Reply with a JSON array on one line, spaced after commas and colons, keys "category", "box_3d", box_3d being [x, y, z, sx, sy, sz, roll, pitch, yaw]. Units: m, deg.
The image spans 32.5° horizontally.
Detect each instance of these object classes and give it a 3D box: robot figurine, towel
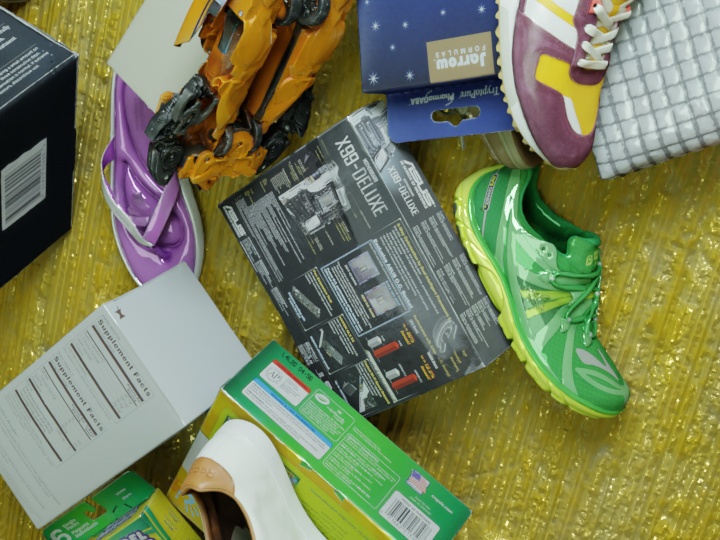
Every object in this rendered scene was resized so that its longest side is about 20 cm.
[{"category": "robot figurine", "box_3d": [-0.075, -0.140, 0.833, 0.058, 0.144, 0.201, 49, 125, 25]}, {"category": "towel", "box_3d": [0.203, -0.178, 0.793, 0.164, 0.085, 0.202, -18, 91, 32]}]

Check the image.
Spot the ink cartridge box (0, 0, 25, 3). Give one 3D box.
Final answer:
[{"category": "ink cartridge box", "box_3d": [-0.297, -0.331, 0.953, 0.147, 0.086, 0.201, -40, 88, 25]}]

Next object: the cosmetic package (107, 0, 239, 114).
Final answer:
[{"category": "cosmetic package", "box_3d": [-0.084, -0.205, 0.887, 0.073, 0.103, 0.200, 45, 113, 13]}]

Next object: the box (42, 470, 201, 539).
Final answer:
[{"category": "box", "box_3d": [-0.165, 0.267, 1.004, 0.117, 0.048, 0.201, -35, 99, 20]}]

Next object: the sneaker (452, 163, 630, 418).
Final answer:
[{"category": "sneaker", "box_3d": [0.138, 0.014, 0.869, 0.083, 0.074, 0.201, -29, 92, 26]}]

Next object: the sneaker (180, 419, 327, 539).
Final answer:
[{"category": "sneaker", "box_3d": [-0.068, 0.212, 0.886, 0.072, 0.085, 0.201, -17, 109, 41]}]

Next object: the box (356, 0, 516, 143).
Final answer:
[{"category": "box", "box_3d": [0.050, -0.189, 0.808, 0.120, 0.032, 0.203, -2, 95, 40]}]

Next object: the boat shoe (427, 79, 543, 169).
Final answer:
[{"category": "boat shoe", "box_3d": [0.069, -0.157, 0.863, 0.062, 0.073, 0.202, -27, 80, 32]}]

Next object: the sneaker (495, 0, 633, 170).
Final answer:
[{"category": "sneaker", "box_3d": [0.134, -0.163, 0.744, 0.089, 0.075, 0.203, -2, 100, 37]}]

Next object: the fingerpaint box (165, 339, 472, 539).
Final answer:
[{"category": "fingerpaint box", "box_3d": [-0.037, 0.180, 0.952, 0.199, 0.073, 0.167, 39, 136, 9]}]

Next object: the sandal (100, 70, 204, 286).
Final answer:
[{"category": "sandal", "box_3d": [-0.176, -0.070, 0.986, 0.081, 0.050, 0.205, 0, 104, 23]}]

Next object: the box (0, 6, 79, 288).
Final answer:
[{"category": "box", "box_3d": [-0.334, -0.114, 0.959, 0.196, 0.124, 0.201, 33, 140, 13]}]

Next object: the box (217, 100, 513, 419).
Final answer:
[{"category": "box", "box_3d": [0.000, 0.000, 0.910, 0.157, 0.050, 0.201, -29, 91, 41]}]

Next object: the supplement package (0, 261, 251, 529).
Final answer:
[{"category": "supplement package", "box_3d": [-0.199, 0.101, 0.988, 0.199, 0.114, 0.110, -36, 89, 33]}]
